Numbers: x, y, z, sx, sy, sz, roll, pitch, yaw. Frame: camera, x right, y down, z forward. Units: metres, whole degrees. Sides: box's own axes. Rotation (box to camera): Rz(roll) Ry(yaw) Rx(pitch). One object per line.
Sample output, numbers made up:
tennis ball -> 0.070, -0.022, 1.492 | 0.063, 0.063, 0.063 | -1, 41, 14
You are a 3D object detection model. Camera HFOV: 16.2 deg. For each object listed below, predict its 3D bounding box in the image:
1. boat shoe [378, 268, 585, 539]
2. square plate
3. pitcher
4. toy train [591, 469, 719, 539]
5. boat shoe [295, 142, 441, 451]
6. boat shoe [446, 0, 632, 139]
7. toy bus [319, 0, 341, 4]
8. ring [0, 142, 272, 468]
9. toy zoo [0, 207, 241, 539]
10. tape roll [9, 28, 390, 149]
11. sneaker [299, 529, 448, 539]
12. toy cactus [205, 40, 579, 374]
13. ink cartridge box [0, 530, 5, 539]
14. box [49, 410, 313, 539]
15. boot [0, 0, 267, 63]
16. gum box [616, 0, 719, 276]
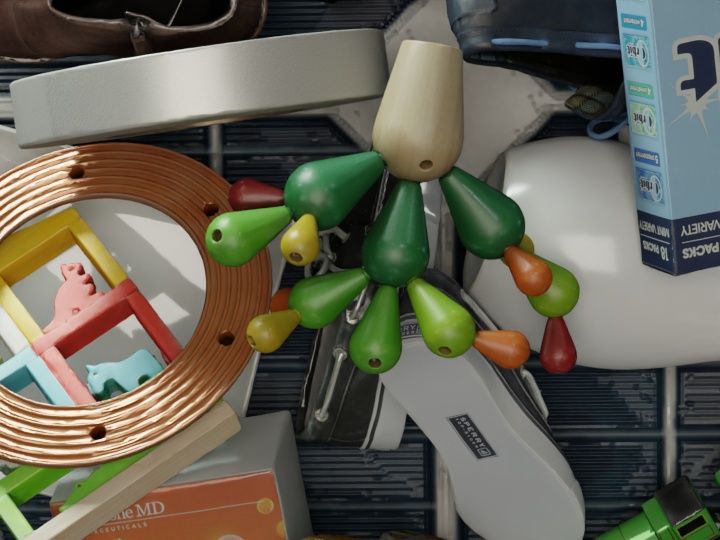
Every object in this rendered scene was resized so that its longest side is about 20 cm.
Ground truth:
boat shoe -> 0.070, 0.079, 1.379 | 0.072, 0.068, 0.200 | -14, 132, 28
square plate -> -0.153, 0.032, 1.424 | 0.200, 0.028, 0.199 | 14, 95, 1
pitcher -> 0.167, -0.024, 1.373 | 0.200, 0.121, 0.172 | 15, 71, -7
toy train -> 0.173, 0.147, 1.404 | 0.200, 0.042, 0.056 | -31, 136, 4
boat shoe -> -0.001, 0.000, 1.393 | 0.068, 0.074, 0.200 | 6, 104, -13
boat shoe -> 0.123, -0.106, 1.320 | 0.200, 0.084, 0.069 | 14, 65, -25
toy bus -> -0.034, -0.259, 1.352 | 0.200, 0.136, 0.192 | 16, 82, 3
ring -> -0.144, 0.018, 1.341 | 0.200, 0.019, 0.201 | -4, 58, 7
toy zoo -> -0.171, 0.049, 1.350 | 0.131, 0.020, 0.200 | -33, 58, -11
tape roll -> -0.084, -0.095, 1.325 | 0.202, 0.203, 0.037 | -9, 92, 3
sneaker -> 0.013, 0.188, 1.344 | 0.076, 0.200, 0.088 | 14, 90, 26
toy cactus -> 0.024, -0.030, 1.259 | 0.200, 0.102, 0.165 | 10, 89, -9
ink cartridge box -> -0.338, 0.181, 1.435 | 0.200, 0.043, 0.198 | 33, 95, -3
box -> -0.084, 0.193, 1.380 | 0.124, 0.098, 0.200 | -9, 105, 6
boot -> -0.151, -0.147, 1.338 | 0.200, 0.166, 0.073 | 1, 93, 4
gum box -> 0.218, -0.112, 1.287 | 0.170, 0.045, 0.200 | -11, 102, -18
